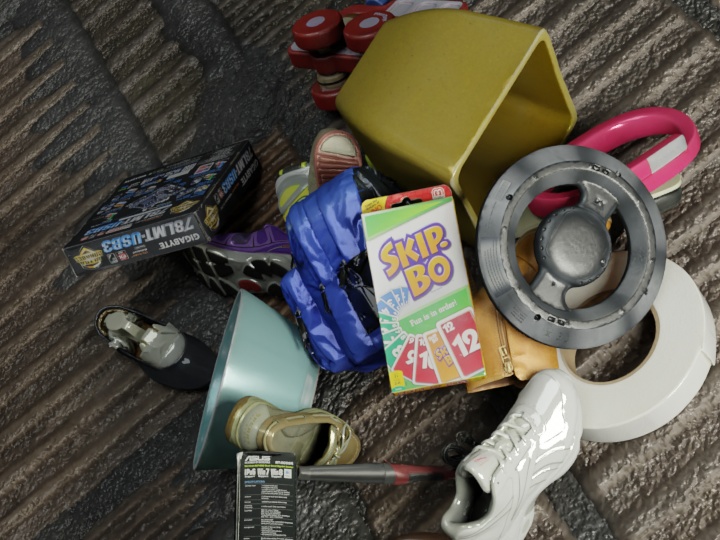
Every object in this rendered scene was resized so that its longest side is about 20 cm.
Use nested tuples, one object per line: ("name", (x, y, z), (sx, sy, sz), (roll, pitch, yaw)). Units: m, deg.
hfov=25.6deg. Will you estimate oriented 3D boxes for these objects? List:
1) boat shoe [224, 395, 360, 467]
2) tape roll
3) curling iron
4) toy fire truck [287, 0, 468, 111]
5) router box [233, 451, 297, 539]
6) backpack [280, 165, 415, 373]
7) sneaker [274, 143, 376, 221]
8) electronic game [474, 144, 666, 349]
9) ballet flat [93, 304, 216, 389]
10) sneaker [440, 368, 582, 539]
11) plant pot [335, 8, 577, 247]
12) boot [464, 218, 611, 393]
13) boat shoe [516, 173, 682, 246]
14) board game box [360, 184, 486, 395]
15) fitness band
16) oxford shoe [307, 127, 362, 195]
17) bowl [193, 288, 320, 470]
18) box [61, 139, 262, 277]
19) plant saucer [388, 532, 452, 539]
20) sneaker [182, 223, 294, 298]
("boat shoe", (-0.056, 0.177, 1.628), (0.063, 0.200, 0.074), (22, 85, 37))
("tape roll", (0.257, 0.075, 1.594), (0.201, 0.037, 0.204), (-18, 51, 24))
("curling iron", (0.033, 0.194, 1.595), (0.198, 0.050, 0.026), (-5, 11, -12))
("toy fire truck", (0.018, -0.285, 1.964), (0.199, 0.113, 0.168), (10, 42, 37))
("router box", (-0.096, 0.292, 1.578), (0.062, 0.201, 0.151), (1, 56, -4))
("backpack", (0.000, 0.000, 1.686), (0.167, 0.162, 0.201), (-28, 76, 14))
("sneaker", (-0.009, -0.099, 1.878), (0.199, 0.075, 0.077), (-18, 68, 30))
("electronic game", (0.207, -0.023, 1.557), (0.201, 0.199, 0.042), (-58, 9, -13))
("ballet flat", (-0.253, 0.087, 1.909), (0.199, 0.073, 0.073), (24, 75, 41))
("sneaker", (0.144, 0.184, 1.529), (0.078, 0.099, 0.201), (25, 91, 41))
("plant pot", (0.090, -0.169, 1.730), (0.199, 0.196, 0.195), (26, 76, 27))
("boot", (0.180, 0.037, 1.600), (0.200, 0.071, 0.145), (-20, 75, 1))
("boat shoe", (0.246, -0.053, 1.674), (0.200, 0.063, 0.074), (-19, 22, 13))
("board game box", (0.061, 0.016, 1.573), (0.095, 0.030, 0.202), (-11, 75, 3))
("fitness band", (0.264, -0.111, 1.664), (0.199, 0.038, 0.143), (-31, 23, -16))
("oxford shoe", (-0.028, -0.065, 1.821), (0.074, 0.070, 0.202), (-131, 43, -72))
("bowl", (-0.107, 0.130, 1.720), (0.104, 0.201, 0.202), (15, 62, -6))
("box", (-0.243, -0.077, 1.968), (0.199, 0.050, 0.199), (-15, 25, 24))
("plant saucer", (0.041, 0.347, 1.559), (0.199, 0.034, 0.202), (-17, 53, 24))
("sneaker", (-0.130, -0.017, 1.908), (0.199, 0.081, 0.084), (8, 46, 33))
